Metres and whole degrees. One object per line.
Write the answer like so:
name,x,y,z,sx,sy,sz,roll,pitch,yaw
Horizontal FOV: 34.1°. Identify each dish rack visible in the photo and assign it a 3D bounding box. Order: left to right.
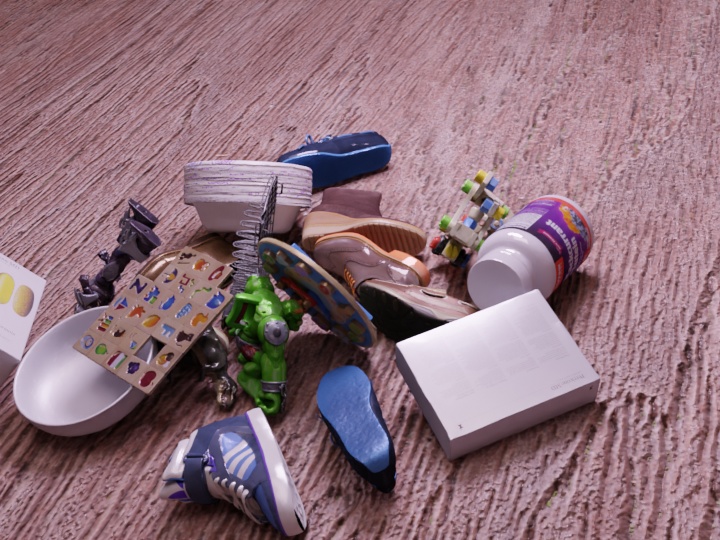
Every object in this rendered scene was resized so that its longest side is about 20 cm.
dish rack,-0.150,-0.030,1.648,0.054,0.201,0.154,9,34,-1

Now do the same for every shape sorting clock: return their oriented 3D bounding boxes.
shape sorting clock,-0.059,0.032,1.521,0.039,0.200,0.200,-48,43,-13

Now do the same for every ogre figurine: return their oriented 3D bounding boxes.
ogre figurine,-0.128,0.085,1.513,0.097,0.121,0.200,12,30,-3

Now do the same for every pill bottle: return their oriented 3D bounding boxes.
pill bottle,0.223,-0.016,1.555,0.111,0.112,0.200,11,30,31

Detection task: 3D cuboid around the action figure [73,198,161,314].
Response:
action figure,-0.365,-0.002,1.714,0.200,0.069,0.130,-50,17,22

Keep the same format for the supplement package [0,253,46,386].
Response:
supplement package,-0.530,0.074,1.638,0.110,0.113,0.200,-46,24,22

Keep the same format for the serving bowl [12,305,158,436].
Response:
serving bowl,-0.352,0.141,1.542,0.199,0.066,0.201,-12,44,11

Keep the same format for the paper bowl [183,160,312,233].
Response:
paper bowl,-0.174,-0.110,1.814,0.199,0.105,0.201,0,0,0

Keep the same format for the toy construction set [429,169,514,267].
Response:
toy construction set,0.159,-0.067,1.650,0.092,0.200,0.132,32,92,15

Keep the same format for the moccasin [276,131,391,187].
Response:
moccasin,-0.049,-0.188,1.961,0.199,0.081,0.068,-9,44,-21

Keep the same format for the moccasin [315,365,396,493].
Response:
moccasin,-0.007,0.189,1.378,0.080,0.068,0.200,-20,31,1

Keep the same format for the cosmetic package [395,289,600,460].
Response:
cosmetic package,0.162,0.122,1.404,0.199,0.052,0.151,-20,50,-13

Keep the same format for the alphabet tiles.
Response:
alphabet tiles,-0.260,0.055,1.524,0.167,0.008,0.200,23,64,39

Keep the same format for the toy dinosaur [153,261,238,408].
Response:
toy dinosaur,-0.221,0.095,1.540,0.088,0.047,0.201,-15,74,-7

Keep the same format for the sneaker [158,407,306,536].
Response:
sneaker,-0.152,0.249,1.327,0.146,0.081,0.200,-24,37,-5

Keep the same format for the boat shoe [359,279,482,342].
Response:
boat shoe,0.090,0.060,1.550,0.199,0.076,0.074,24,41,32

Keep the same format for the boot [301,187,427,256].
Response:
boot,0.015,-0.083,1.788,0.199,0.073,0.167,2,32,14

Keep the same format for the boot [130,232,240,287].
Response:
boot,-0.258,0.010,1.737,0.075,0.074,0.200,30,48,34

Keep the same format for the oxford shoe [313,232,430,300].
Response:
oxford shoe,0.000,0.000,1.668,0.199,0.072,0.073,15,48,38

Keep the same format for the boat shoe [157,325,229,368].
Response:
boat shoe,-0.264,0.083,1.622,0.199,0.072,0.076,14,14,17
